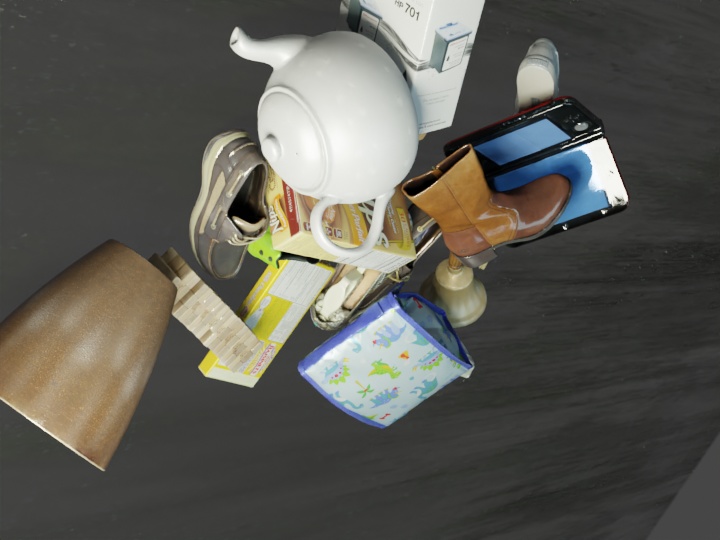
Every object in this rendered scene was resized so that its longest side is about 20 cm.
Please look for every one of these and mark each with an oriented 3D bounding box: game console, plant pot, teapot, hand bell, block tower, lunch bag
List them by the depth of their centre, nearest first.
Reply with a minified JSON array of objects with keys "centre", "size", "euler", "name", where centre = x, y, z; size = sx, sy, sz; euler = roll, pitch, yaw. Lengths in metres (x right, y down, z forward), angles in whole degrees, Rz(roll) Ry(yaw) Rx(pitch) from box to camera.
[{"centre":[-0.289,0.074,1.252],"size":[0.201,0.185,0.187],"euler":[-56,150,-14],"name":"plant pot"},{"centre":[-0.041,-0.148,1.265],"size":[0.145,0.199,0.199],"euler":[-29,143,-32],"name":"teapot"},{"centre":[-0.187,0.050,1.411],"size":[0.054,0.058,0.200],"euler":[-43,142,-4],"name":"block tower"},{"centre":[0.028,0.110,1.598],"size":[0.169,0.128,0.199],"euler":[-38,149,15],"name":"lunch bag"},{"centre":[0.239,-0.129,1.603],"size":[0.198,0.120,0.172],"euler":[-20,158,29],"name":"game console"},{"centre":[0.134,-0.015,1.677],"size":[0.104,0.104,0.201],"euler":[-35,152,-19],"name":"hand bell"}]

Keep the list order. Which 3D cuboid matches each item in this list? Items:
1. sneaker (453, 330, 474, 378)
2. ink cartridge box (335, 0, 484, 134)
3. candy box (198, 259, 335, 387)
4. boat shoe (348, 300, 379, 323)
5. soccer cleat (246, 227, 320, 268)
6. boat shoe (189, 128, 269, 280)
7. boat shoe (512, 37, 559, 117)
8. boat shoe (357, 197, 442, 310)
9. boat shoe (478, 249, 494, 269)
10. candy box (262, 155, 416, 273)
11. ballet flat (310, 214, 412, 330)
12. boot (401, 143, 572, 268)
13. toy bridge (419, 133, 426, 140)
[{"centre":[0.108,0.138,1.851],"size":[0.199,0.080,0.071],"euler":[-4,130,-46],"name":"sneaker"},{"centre":[0.050,-0.273,1.287],"size":[0.085,0.146,0.202],"euler":[-19,138,-33],"name":"ink cartridge box"},{"centre":[-0.122,0.062,1.548],"size":[0.201,0.026,0.102],"euler":[-54,147,10],"name":"candy box"},{"centre":[0.053,0.088,1.735],"size":[0.074,0.063,0.199],"euler":[-29,158,23],"name":"boat shoe"},{"centre":[-0.054,-0.048,1.459],"size":[0.198,0.081,0.068],"euler":[-21,140,-39],"name":"soccer cleat"},{"centre":[-0.146,-0.062,1.345],"size":[0.074,0.073,0.202],"euler":[-23,140,-32],"name":"boat shoe"},{"centre":[0.244,-0.239,1.632],"size":[0.201,0.071,0.069],"euler":[73,35,-55],"name":"boat shoe"},{"centre":[0.051,-0.021,1.633],"size":[0.201,0.059,0.072],"euler":[-51,148,4],"name":"boat shoe"},{"centre":[0.225,-0.093,1.737],"size":[0.201,0.063,0.073],"euler":[-47,177,1],"name":"boat shoe"},{"centre":[-0.024,-0.072,1.411],"size":[0.198,0.117,0.055],"euler":[11,152,-45],"name":"candy box"},{"centre":[0.000,0.000,1.579],"size":[0.201,0.072,0.072],"euler":[-53,147,10],"name":"ballet flat"},{"centre":[0.167,-0.108,1.521],"size":[0.186,0.069,0.200],"euler":[-27,141,12],"name":"boot"},{"centre":[0.055,-0.189,1.451],"size":[0.027,0.068,0.201],"euler":[-20,158,-36],"name":"toy bridge"}]
